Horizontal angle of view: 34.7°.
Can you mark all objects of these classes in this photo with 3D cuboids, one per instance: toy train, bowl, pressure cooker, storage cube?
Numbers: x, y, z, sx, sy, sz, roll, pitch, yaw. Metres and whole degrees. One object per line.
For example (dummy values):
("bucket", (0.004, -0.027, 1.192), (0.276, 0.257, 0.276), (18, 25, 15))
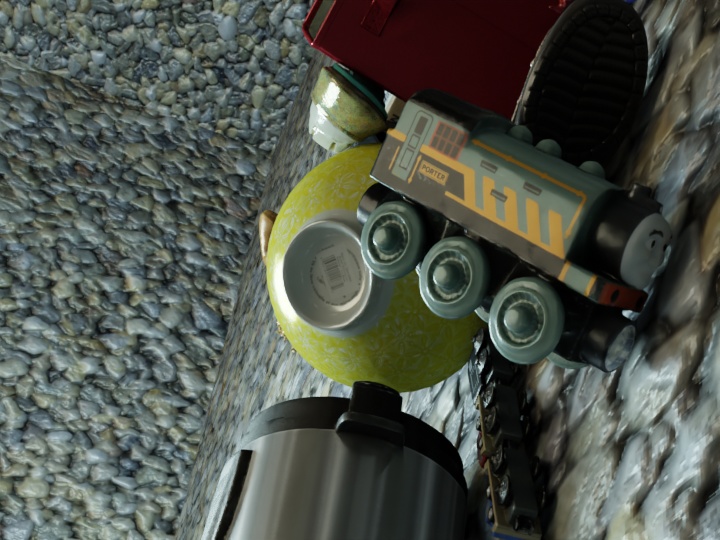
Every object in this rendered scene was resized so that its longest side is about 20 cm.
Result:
("toy train", (0.090, 0.105, 0.744), (0.201, 0.034, 0.046), (-90, 17, -61))
("bowl", (0.000, 0.000, 0.876), (0.107, 0.198, 0.203), (-5, -61, -62))
("pressure cooker", (-0.013, 0.182, 0.788), (0.174, 0.179, 0.202), (-17, 45, 34))
("storage cube", (0.070, -0.222, 0.940), (0.173, 0.178, 0.200), (-60, 12, 11))
("toy train", (0.082, -0.024, 0.660), (0.199, 0.085, 0.115), (32, 104, 37))

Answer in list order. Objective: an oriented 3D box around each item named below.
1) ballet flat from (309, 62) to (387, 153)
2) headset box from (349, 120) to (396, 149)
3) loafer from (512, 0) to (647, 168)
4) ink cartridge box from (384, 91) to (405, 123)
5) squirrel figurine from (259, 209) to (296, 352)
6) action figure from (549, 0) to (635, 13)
("ballet flat", (-0.013, -0.129, 0.944), (0.200, 0.070, 0.072), (-75, 6, -79))
("headset box", (0.021, -0.030, 1.029), (0.200, 0.091, 0.177), (-109, 38, -73))
("loafer", (0.120, -0.078, 0.742), (0.071, 0.072, 0.203), (-118, 47, -75))
("ink cartridge box", (0.065, -0.195, 1.213), (0.202, 0.074, 0.165), (-61, 13, 15))
("squirrel figurine", (-0.039, 0.004, 1.430), (0.186, 0.139, 0.204), (179, 95, -68))
("action figure", (0.160, -0.168, 0.813), (0.066, 0.051, 0.202), (-91, 19, -51))
